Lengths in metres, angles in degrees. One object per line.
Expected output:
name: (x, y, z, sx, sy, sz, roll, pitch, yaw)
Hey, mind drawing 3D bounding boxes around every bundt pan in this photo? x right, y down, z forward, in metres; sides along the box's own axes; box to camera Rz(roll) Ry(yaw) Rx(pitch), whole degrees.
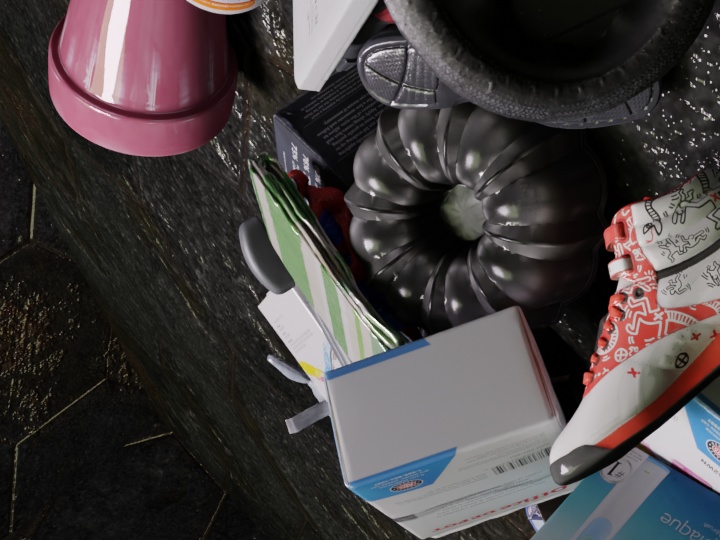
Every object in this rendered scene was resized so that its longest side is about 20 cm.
bundt pan: (0.070, -0.040, 0.755, 0.199, 0.075, 0.206, 9, 107, 31)

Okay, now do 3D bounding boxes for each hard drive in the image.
hard drive: (-0.010, -0.228, 0.731, 0.200, 0.026, 0.135, 139, 132, -64)

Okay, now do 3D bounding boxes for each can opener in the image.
can opener: (-0.039, 0.034, 0.967, 0.202, 0.066, 0.053, 57, 172, 0)

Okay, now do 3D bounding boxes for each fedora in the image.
fedora: (0.094, -0.185, 0.564, 0.203, 0.198, 0.092, 61, -168, -19)

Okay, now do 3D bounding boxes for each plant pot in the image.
plant pot: (-0.215, -0.248, 1.081, 0.200, 0.198, 0.180, 46, 143, 20)

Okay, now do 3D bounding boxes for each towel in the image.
towel: (-0.020, 0.016, 0.834, 0.201, 0.023, 0.153, 53, 166, 22)

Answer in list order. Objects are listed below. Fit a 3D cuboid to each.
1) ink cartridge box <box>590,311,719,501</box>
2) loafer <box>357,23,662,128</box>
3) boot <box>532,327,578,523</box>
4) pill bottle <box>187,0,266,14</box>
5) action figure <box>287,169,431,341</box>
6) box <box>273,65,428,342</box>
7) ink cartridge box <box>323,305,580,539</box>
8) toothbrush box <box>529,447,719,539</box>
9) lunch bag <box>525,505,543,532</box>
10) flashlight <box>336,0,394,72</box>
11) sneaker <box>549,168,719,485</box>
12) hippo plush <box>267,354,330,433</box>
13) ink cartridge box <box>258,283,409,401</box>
ink cartridge box: (0.238, 0.111, 0.758, 0.144, 0.084, 0.202, 42, 158, 30)
loafer: (0.095, -0.138, 0.675, 0.196, 0.063, 0.073, 8, 135, 25)
boot: (0.159, 0.176, 0.985, 0.201, 0.063, 0.190, 100, 171, -60)
pill bottle: (-0.097, -0.296, 0.823, 0.114, 0.112, 0.200, 52, 159, 5)
action figure: (0.000, 0.000, 0.872, 0.202, 0.051, 0.065, 55, 162, 6)
box: (0.025, -0.059, 0.938, 0.200, 0.104, 0.149, 44, 157, 24)
ink cartridge box: (0.075, 0.118, 0.767, 0.200, 0.143, 0.085, 53, -161, -61)
toothbrush box: (0.171, 0.233, 0.694, 0.145, 0.199, 0.086, 29, 151, 41)
lunch bag: (0.248, 0.271, 1.010, 0.201, 0.075, 0.160, 55, 158, -4)
flashlight: (0.018, -0.201, 0.794, 0.066, 0.069, 0.200, 15, 173, -15)
sneaker: (0.170, 0.031, 0.650, 0.108, 0.201, 0.067, 51, -168, 20)
hippo plush: (0.007, 0.158, 1.229, 0.161, 0.196, 0.162, 109, 144, -75)
ink cartridge box: (0.018, 0.059, 1.080, 0.201, 0.146, 0.146, 53, 161, 1)
